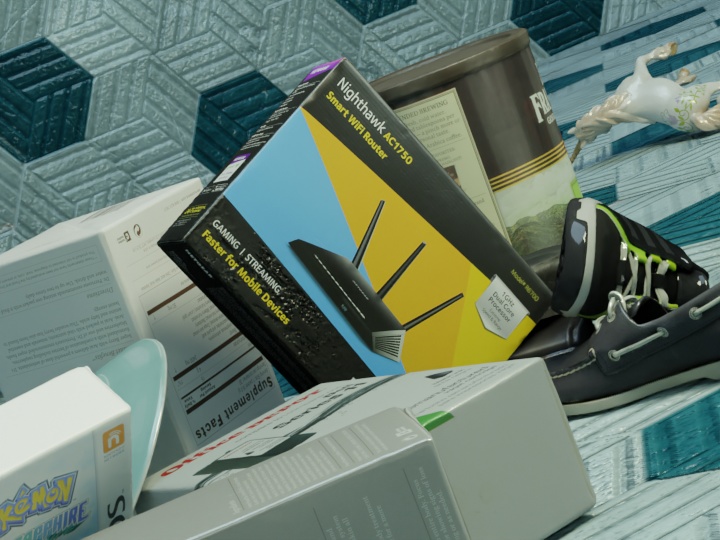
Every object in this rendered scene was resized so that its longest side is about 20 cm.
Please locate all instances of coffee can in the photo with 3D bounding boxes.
[{"bbox_3d":[0.083,-0.052,1.526,0.145,0.202,0.146,-20,9,3],"label":"coffee can"}]

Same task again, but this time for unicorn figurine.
[{"bbox_3d":[0.300,-0.170,2.158,0.137,0.074,0.199,-39,22,-30],"label":"unicorn figurine"}]

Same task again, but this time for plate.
[{"bbox_3d":[-0.163,0.125,1.180,0.201,0.025,0.201,-53,22,31],"label":"plate"}]

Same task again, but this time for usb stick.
[{"bbox_3d":[0.061,0.069,1.397,0.198,0.033,0.056,-18,17,23],"label":"usb stick"}]

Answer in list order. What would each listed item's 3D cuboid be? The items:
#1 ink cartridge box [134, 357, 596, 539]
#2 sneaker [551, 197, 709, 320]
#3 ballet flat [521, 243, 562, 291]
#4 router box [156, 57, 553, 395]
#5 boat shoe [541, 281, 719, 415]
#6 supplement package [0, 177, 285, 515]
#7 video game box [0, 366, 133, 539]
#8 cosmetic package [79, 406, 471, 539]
[{"bbox_3d":[-0.004,0.114,1.086,0.146,0.084,0.199,-27,9,-35],"label":"ink cartridge box"},{"bbox_3d":[0.172,-0.002,1.311,0.082,0.073,0.200,9,1,18],"label":"sneaker"},{"bbox_3d":[0.072,0.043,1.354,0.199,0.057,0.066,-35,6,-20],"label":"ballet flat"},{"bbox_3d":[0.000,0.000,1.258,0.149,0.200,0.051,-49,19,-19],"label":"router box"},{"bbox_3d":[0.169,0.033,1.237,0.199,0.063,0.073,-17,12,35],"label":"boat shoe"},{"bbox_3d":[-0.137,0.065,1.323,0.120,0.202,0.120,-15,10,30],"label":"supplement package"},{"bbox_3d":[-0.188,0.161,0.958,0.199,0.184,0.047,-28,44,-35],"label":"video game box"},{"bbox_3d":[-0.048,0.147,0.915,0.198,0.108,0.090,-20,9,-4],"label":"cosmetic package"}]
